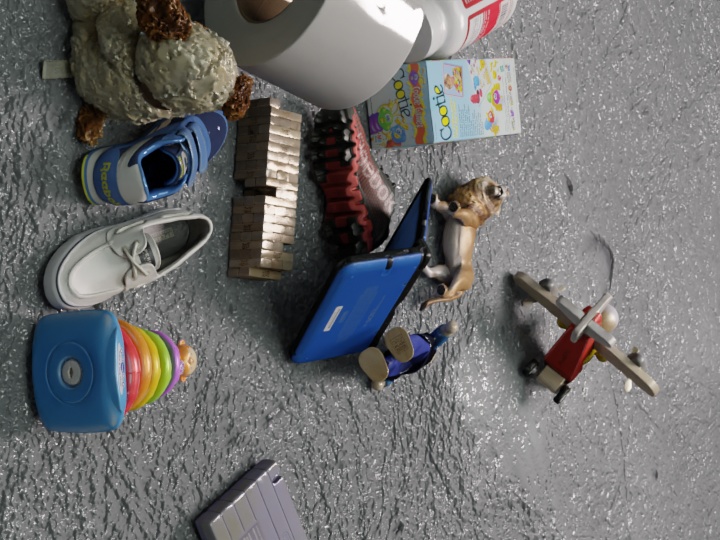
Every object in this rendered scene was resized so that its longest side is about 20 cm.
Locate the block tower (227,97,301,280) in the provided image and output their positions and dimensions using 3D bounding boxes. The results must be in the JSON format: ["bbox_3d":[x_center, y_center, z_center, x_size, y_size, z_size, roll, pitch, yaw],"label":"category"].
[{"bbox_3d":[-0.108,-0.091,1.529,0.058,0.054,0.202,8,83,-50],"label":"block tower"}]

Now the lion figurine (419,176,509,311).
[{"bbox_3d":[0.133,-0.035,1.815,0.122,0.072,0.201,17,89,-56],"label":"lion figurine"}]

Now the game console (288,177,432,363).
[{"bbox_3d":[0.000,0.000,1.579,0.170,0.200,0.119,-8,57,-29],"label":"game console"}]

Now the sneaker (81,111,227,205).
[{"bbox_3d":[-0.195,-0.118,1.401,0.200,0.082,0.074,-39,123,-44],"label":"sneaker"}]

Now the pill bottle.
[{"bbox_3d":[0.112,-0.342,1.757,0.200,0.112,0.113,-36,115,-45],"label":"pill bottle"}]

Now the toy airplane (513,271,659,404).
[{"bbox_3d":[0.321,0.086,1.922,0.141,0.198,0.201,-38,116,-32],"label":"toy airplane"}]

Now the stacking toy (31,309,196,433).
[{"bbox_3d":[-0.226,0.098,1.359,0.200,0.109,0.117,1,85,-61],"label":"stacking toy"}]

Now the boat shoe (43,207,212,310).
[{"bbox_3d":[-0.231,-0.014,1.369,0.200,0.065,0.073,-25,107,-48],"label":"boat shoe"}]

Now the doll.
[{"bbox_3d":[0.062,0.102,1.674,0.049,0.136,0.200,54,10,11],"label":"doll"}]

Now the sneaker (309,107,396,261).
[{"bbox_3d":[-0.006,-0.112,1.639,0.098,0.070,0.202,-22,107,-48],"label":"sneaker"}]

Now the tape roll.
[{"bbox_3d":[-0.049,-0.288,1.431,0.139,0.202,0.204,21,73,-46],"label":"tape roll"}]

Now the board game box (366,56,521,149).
[{"bbox_3d":[0.109,-0.218,1.755,0.199,0.102,0.106,-12,98,-50],"label":"board game box"}]

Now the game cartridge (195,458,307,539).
[{"bbox_3d":[-0.110,0.333,1.525,0.129,0.038,0.201,-36,116,-40],"label":"game cartridge"}]

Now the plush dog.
[{"bbox_3d":[-0.199,-0.202,1.332,0.200,0.171,0.161,43,58,-41],"label":"plush dog"}]
